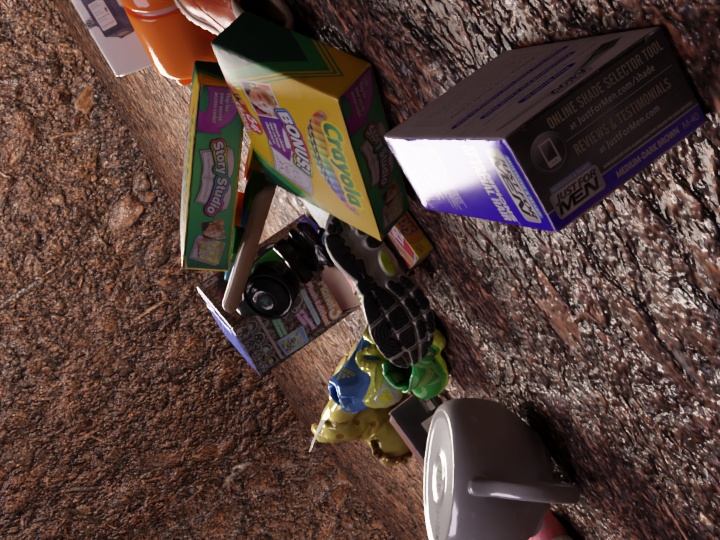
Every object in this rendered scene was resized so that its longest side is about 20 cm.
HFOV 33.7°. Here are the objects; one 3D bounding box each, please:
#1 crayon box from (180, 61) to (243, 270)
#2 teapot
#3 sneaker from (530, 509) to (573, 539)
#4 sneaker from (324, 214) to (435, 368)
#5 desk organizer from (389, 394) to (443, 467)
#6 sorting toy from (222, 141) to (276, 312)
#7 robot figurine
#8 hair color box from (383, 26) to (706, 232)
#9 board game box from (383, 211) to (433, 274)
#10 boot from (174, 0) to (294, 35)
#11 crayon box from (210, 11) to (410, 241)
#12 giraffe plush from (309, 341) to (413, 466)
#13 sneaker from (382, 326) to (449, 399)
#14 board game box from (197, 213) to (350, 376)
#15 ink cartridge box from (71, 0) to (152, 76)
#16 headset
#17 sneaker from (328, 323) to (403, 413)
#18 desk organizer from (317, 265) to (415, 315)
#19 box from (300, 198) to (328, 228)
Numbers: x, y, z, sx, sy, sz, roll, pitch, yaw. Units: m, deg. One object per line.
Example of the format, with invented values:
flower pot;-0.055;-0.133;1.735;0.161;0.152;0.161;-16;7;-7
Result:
crayon box;-0.169;-0.122;1.345;0.173;0.057;0.203;-115;31;-71
teapot;0.156;0.237;1.337;0.201;0.144;0.199;-95;11;-50
sneaker;0.232;0.345;1.553;0.201;0.073;0.088;100;148;-69
sneaker;0.023;0.013;1.350;0.202;0.076;0.085;63;179;-12
desk organizer;0.126;0.268;1.696;0.201;0.071;0.077;53;171;10
sorting toy;-0.131;-0.079;1.422;0.201;0.036;0.187;-87;14;-52
robot figurine;-0.218;-0.309;1.412;0.144;0.115;0.201;59;174;43
hair color box;0.100;-0.084;0.708;0.065;0.109;0.200;57;170;-13
board game box;0.008;-0.091;1.315;0.201;0.030;0.096;57;169;6
boot;-0.135;-0.290;1.252;0.200;0.075;0.107;45;164;13
crayon box;-0.046;-0.143;1.192;0.172;0.058;0.201;30;155;33
giraffe plush;0.028;0.231;1.895;0.161;0.202;0.172;27;169;-9
sneaker;0.064;0.117;1.523;0.074;0.083;0.201;50;168;25
board game box;-0.113;0.033;1.737;0.159;0.199;0.098;37;159;56
ink cartridge box;-0.318;-0.382;1.561;0.146;0.083;0.201;-82;-27;-47
headset;-0.099;-0.009;1.468;0.199;0.124;0.094;-11;124;51
sneaker;0.001;0.125;1.633;0.201;0.104;0.076;-90;-25;-64
desk organizer;0.000;0.000;1.497;0.078;0.071;0.200;58;169;-1
box;-0.051;-0.115;1.471;0.111;0.035;0.200;54;169;6
